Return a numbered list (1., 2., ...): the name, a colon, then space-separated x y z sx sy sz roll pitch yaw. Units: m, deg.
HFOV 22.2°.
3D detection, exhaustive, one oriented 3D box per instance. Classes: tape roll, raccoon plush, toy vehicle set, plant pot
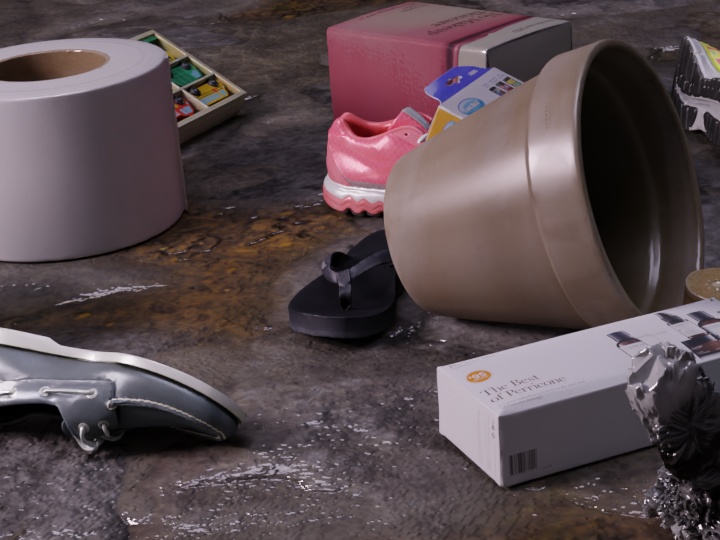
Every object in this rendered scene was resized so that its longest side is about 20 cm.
1. tape roll: -0.255 -0.106 1.541 0.202 0.140 0.203 -5 20 2
2. raccoon plush: 0.171 0.077 0.915 0.097 0.200 0.134 -39 31 -11
3. toy vehicle set: -0.212 -0.169 1.774 0.124 0.027 0.200 34 32 13
4. plant pot: 0.117 -0.041 1.249 0.173 0.201 0.200 -12 15 30

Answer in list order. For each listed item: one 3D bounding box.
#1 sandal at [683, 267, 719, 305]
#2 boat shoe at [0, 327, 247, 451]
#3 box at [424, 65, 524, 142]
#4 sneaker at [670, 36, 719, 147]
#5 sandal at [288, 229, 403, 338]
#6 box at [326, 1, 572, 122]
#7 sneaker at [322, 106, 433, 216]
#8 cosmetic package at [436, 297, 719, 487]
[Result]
1. sandal: 0.319 0.000 1.196 0.210 0.070 0.078 1 29 2
2. boat shoe: -0.166 0.086 1.149 0.199 0.073 0.062 12 68 22
3. box: 0.144 -0.098 1.462 0.199 0.042 0.119 28 31 15
4. sneaker: 0.340 -0.155 1.646 0.090 0.079 0.200 0 25 -11
5. sandal: 0.000 0.000 1.335 0.076 0.043 0.200 2 21 18
6. box: 0.083 -0.177 1.694 0.199 0.110 0.128 14 27 41
7. sneaker: 0.056 -0.088 1.494 0.199 0.087 0.074 5 23 24
8. cosmetic package: 0.153 0.069 1.105 0.199 0.051 0.083 -13 21 -21
